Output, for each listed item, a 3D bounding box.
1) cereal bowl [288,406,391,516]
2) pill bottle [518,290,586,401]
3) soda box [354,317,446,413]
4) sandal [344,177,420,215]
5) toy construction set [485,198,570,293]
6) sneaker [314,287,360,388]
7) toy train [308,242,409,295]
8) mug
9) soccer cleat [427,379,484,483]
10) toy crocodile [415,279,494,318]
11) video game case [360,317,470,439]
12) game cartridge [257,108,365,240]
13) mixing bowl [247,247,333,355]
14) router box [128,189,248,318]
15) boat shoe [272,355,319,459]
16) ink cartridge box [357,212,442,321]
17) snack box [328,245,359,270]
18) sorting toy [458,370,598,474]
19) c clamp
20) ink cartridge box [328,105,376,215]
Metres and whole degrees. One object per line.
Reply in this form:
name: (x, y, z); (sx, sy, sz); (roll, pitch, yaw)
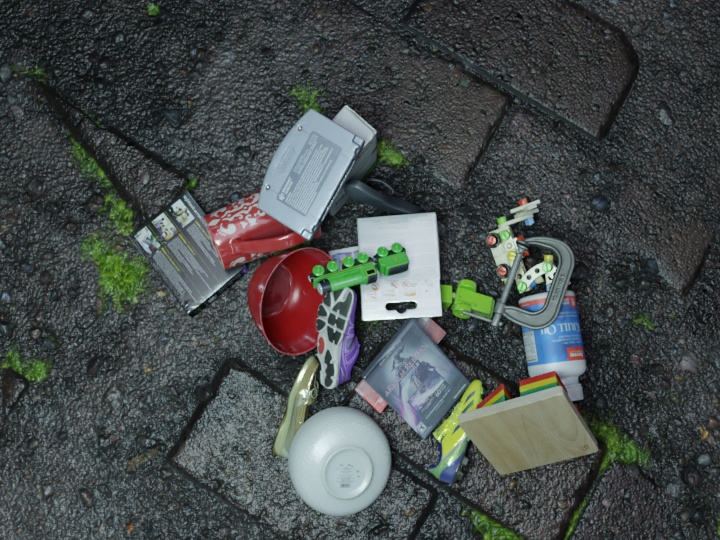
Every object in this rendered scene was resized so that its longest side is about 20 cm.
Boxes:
cereal bowl: (-0.031, 0.358, 1.504); (0.195, 0.083, 0.206); (-1, 95, -15)
pill bottle: (0.368, 0.147, 1.553); (0.109, 0.112, 0.205); (-8, 81, -1)
soda box: (0.076, 0.176, 1.574); (0.070, 0.063, 0.201); (40, 84, 5)
sandal: (0.041, -0.146, 1.579); (0.075, 0.198, 0.044); (8, 84, 42)
toy construction set: (0.321, -0.042, 1.594); (0.129, 0.092, 0.205); (-20, 71, 22)
sneaker: (-0.037, 0.123, 1.555); (0.080, 0.082, 0.205); (28, 116, 39)
toy train: (0.000, 0.000, 1.516); (0.196, 0.042, 0.057); (-17, 61, -15)
mug: (-0.185, -0.091, 1.536); (0.196, 0.177, 0.136); (-22, 92, -11)
soccer cleat: (0.182, 0.300, 1.554); (0.082, 0.065, 0.204); (16, 78, 16)
toy crocodile: (0.166, 0.053, 1.598); (0.195, 0.062, 0.069); (12, 65, -3)
video game case: (0.107, 0.205, 1.537); (0.143, 0.019, 0.200); (-48, 119, -8)
game cartridge: (-0.094, -0.174, 1.448); (0.132, 0.040, 0.203); (31, 94, 6)
mixing bowl: (-0.142, 0.047, 1.551); (0.107, 0.199, 0.204); (17, 78, 43)
router box: (-0.338, -0.033, 1.616); (0.148, 0.051, 0.201); (-38, 83, -8)
boat shoe: (-0.108, 0.261, 1.545); (0.062, 0.073, 0.205); (19, 94, 4)
ink cartridge box: (0.077, -0.005, 1.581); (0.158, 0.050, 0.205); (-4, 80, 5)
snack box: (0.037, -0.019, 1.626); (0.195, 0.024, 0.074); (-10, 80, -1)
sorting toy: (0.303, 0.273, 1.484); (0.195, 0.201, 0.071); (-20, 42, 23)
c clamp: (0.302, 0.022, 1.524); (0.168, 0.027, 0.203); (24, 84, 25)
ink cartridge box: (-0.041, -0.207, 1.568); (0.084, 0.200, 0.146); (40, 82, 8)
